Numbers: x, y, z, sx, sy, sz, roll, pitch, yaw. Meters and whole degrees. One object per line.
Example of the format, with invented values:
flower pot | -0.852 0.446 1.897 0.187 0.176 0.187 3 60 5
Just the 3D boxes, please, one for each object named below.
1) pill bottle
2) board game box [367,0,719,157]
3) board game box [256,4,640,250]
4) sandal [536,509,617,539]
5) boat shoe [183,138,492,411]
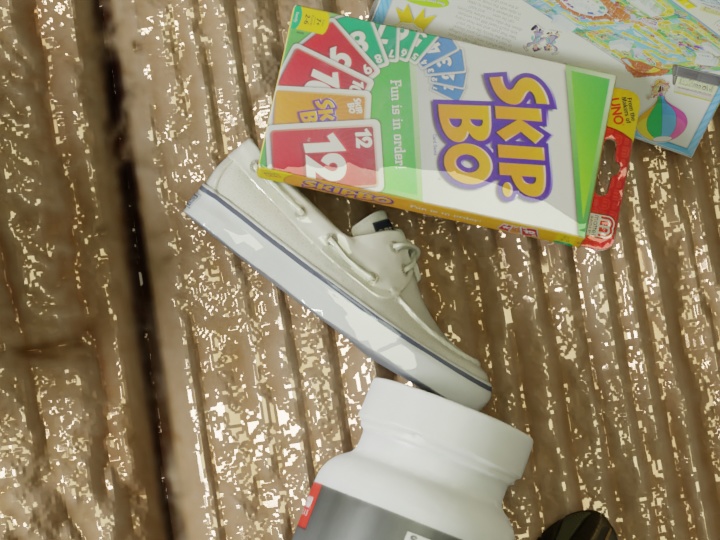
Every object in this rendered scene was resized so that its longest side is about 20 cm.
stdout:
pill bottle | 0.015 0.167 1.194 0.116 0.116 0.200 21 84 -2
board game box | 0.117 -0.154 1.221 0.200 0.034 0.135 19 127 -6
board game box | 0.051 -0.077 1.213 0.199 0.030 0.096 13 78 -3
sandal | 0.088 0.226 1.225 0.055 0.082 0.200 38 76 -22
boat shoe | 0.000 0.000 1.232 0.200 0.071 0.070 37 87 6
